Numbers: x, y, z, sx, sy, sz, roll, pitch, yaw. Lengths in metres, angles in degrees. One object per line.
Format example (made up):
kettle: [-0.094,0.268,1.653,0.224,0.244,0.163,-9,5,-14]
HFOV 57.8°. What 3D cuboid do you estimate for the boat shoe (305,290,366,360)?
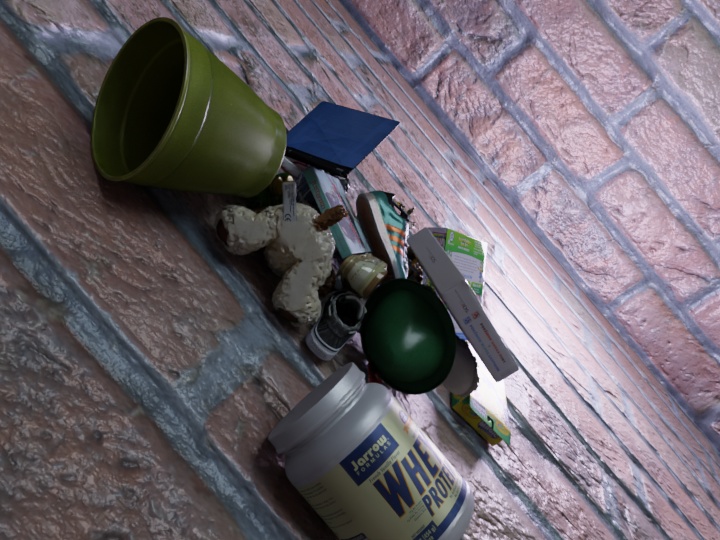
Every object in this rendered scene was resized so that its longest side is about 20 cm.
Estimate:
boat shoe: [-0.022,0.068,0.961,0.072,0.071,0.200,45,17,-8]

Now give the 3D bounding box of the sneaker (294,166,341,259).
sneaker: [-0.067,-0.100,1.165,0.085,0.077,0.201,37,32,-52]

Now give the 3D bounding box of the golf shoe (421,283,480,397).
golf shoe: [0.104,0.109,1.007,0.097,0.078,0.201,8,43,-51]

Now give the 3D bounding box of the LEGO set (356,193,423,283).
LEGO set: [0.085,-0.078,1.284,0.200,0.116,0.154,45,20,-1]

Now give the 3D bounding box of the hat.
hat: [0.025,0.110,0.897,0.200,0.166,0.176,46,28,27]

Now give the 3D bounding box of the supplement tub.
supplement tub: [0.010,0.215,0.704,0.200,0.145,0.145,50,22,-1]

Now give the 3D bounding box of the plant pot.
plant pot: [-0.204,-0.183,0.837,0.192,0.200,0.201,17,39,-48]

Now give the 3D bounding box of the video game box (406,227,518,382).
video game box: [0.151,0.047,0.992,0.183,0.047,0.200,58,4,-26]

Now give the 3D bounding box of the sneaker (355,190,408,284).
sneaker: [0.059,-0.049,1.165,0.079,0.071,0.201,-14,85,-29]

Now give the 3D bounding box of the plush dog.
plush dog: [-0.093,-0.038,0.940,0.200,0.160,0.172,50,-4,-5]

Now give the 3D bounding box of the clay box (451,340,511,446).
clay box: [0.218,0.230,1.198,0.115,0.048,0.200,44,24,-14]

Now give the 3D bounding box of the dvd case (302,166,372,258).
dvd case: [-0.033,-0.090,1.060,0.147,0.022,0.200,65,9,2]

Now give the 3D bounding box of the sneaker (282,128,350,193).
sneaker: [-0.090,-0.208,1.249,0.200,0.086,0.080,50,21,2]

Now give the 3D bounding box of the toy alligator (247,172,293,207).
toy alligator: [-0.158,-0.123,1.041,0.200,0.059,0.055,-33,124,-67]

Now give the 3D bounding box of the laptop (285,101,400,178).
laptop: [-0.081,-0.225,1.006,0.187,0.117,0.199,25,7,39]

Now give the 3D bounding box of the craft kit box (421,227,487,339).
craft kit box: [0.177,0.031,1.227,0.200,0.048,0.199,12,86,-57]

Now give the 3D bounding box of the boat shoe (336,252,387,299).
boat shoe: [0.000,0.000,1.024,0.063,0.073,0.200,39,-4,-3]
